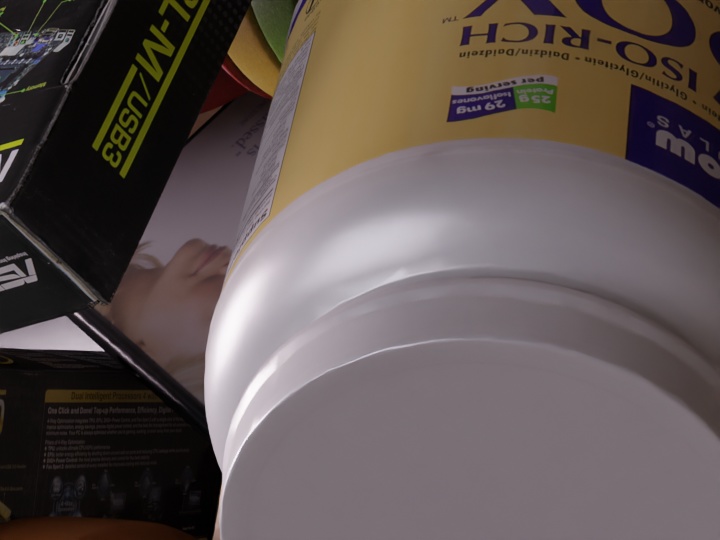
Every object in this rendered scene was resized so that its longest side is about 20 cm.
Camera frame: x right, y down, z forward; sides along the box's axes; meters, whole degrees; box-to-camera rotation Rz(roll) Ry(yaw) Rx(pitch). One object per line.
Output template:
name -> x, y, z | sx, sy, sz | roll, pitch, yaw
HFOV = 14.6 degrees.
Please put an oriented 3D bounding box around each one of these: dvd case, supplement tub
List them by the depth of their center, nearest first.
supplement tub -> 0.041, 0.002, 0.693 | 0.145, 0.145, 0.200 | -45, 20, 33
dvd case -> 0.000, 0.000, 0.868 | 0.143, 0.018, 0.200 | -43, 43, -9

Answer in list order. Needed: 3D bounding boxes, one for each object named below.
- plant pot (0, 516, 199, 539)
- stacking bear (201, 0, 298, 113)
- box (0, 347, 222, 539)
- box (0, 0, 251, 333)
plant pot -> -0.038, 0.167, 0.811 | 0.140, 0.200, 0.200 | -7, 75, 31
stacking bear -> -0.009, -0.094, 0.869 | 0.200, 0.121, 0.114 | -6, 40, 42
box -> -0.116, 0.106, 0.888 | 0.049, 0.200, 0.161 | 12, 94, 28
box -> -0.117, -0.055, 0.800 | 0.200, 0.048, 0.193 | -15, 42, 40
